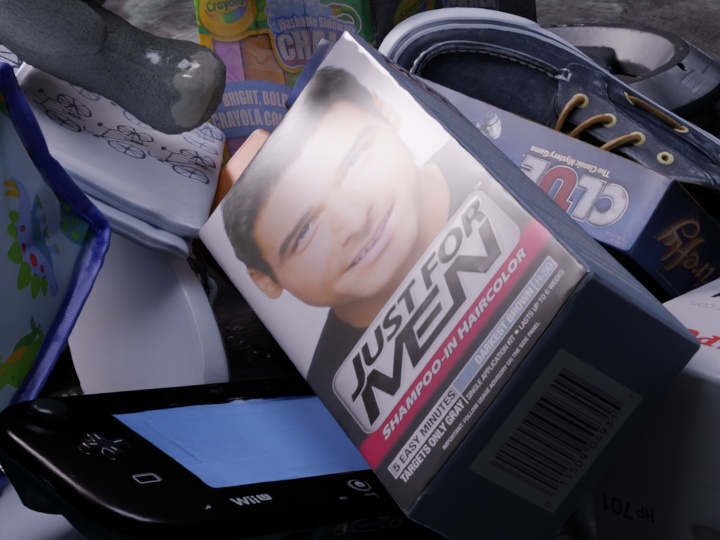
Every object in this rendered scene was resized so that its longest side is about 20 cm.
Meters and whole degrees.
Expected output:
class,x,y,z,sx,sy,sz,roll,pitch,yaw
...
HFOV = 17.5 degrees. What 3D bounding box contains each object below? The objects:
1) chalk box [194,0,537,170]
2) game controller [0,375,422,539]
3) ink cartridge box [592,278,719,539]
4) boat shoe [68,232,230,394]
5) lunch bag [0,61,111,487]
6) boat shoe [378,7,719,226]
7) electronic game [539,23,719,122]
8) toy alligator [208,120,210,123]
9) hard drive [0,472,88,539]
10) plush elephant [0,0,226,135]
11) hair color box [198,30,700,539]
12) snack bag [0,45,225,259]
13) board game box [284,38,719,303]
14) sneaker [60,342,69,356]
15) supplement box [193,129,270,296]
class,x,y,z,sx,sy,sz,roll,pitch,yaw
chalk box,0.004,-0.111,1.135,0.123,0.201,0.124,11,25,42
game controller,-0.028,0.066,0.824,0.199,0.042,0.104,-4,14,-41
ink cartridge box,0.197,0.045,0.811,0.199,0.086,0.146,-20,23,-37
boat shoe,-0.094,0.009,1.009,0.068,0.072,0.200,17,20,-40
lunch bag,-0.212,0.027,0.870,0.169,0.128,0.201,0,48,29
boat shoe,0.103,-0.053,1.038,0.199,0.071,0.091,23,16,-16
electronic game,0.104,-0.100,1.313,0.199,0.042,0.200,-7,19,2
toy alligator,-0.113,-0.035,1.164,0.199,0.060,0.054,-19,4,-44
hard drive,-0.089,0.114,0.793,0.131,0.027,0.200,-20,23,-34
plush elephant,-0.135,-0.182,1.007,0.199,0.155,0.165,15,41,-10
hair color box,0.024,0.005,0.817,0.061,0.099,0.200,31,11,-35
snack bag,-0.152,-0.077,1.010,0.199,0.021,0.189,26,15,-7
board game box,0.075,-0.021,0.945,0.200,0.135,0.035,27,81,44
sneaker,-0.203,0.012,1.023,0.199,0.089,0.077,-17,22,-31
supplement box,0.000,0.000,0.995,0.069,0.067,0.200,-50,33,-7
